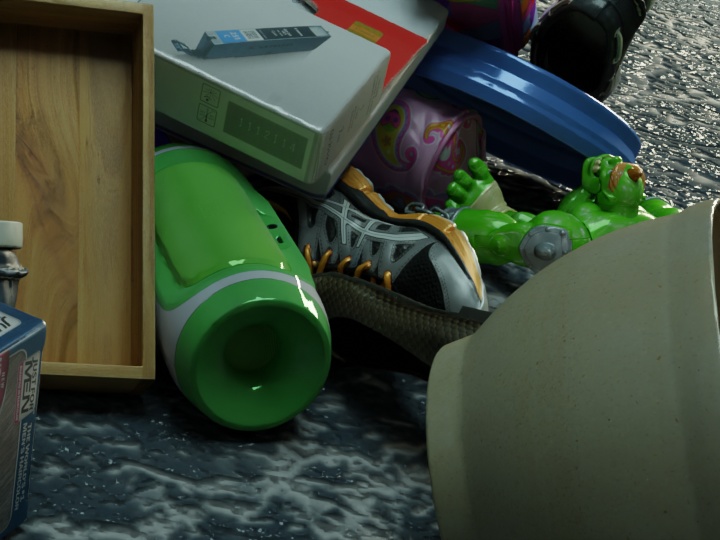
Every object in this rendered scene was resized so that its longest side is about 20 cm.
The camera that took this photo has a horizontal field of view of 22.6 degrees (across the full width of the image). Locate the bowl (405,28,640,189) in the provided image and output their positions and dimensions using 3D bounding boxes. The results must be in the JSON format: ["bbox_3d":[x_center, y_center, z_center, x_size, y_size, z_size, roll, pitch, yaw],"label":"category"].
[{"bbox_3d":[0.103,-0.111,1.241,0.199,0.040,0.201,26,-3,1],"label":"bowl"}]

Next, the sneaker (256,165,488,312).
[{"bbox_3d":[0.000,0.000,1.029,0.077,0.079,0.199,-21,34,-30],"label":"sneaker"}]

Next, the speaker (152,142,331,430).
[{"bbox_3d":[-0.078,0.003,0.956,0.087,0.089,0.200,3,25,-21],"label":"speaker"}]

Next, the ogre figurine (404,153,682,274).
[{"bbox_3d":[0.136,-0.022,1.114,0.199,0.099,0.119,20,-2,-34],"label":"ogre figurine"}]

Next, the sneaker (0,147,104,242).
[{"bbox_3d":[-0.219,-0.039,0.953,0.198,0.091,0.067,13,-9,-6],"label":"sneaker"}]

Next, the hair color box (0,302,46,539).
[{"bbox_3d":[-0.235,0.041,0.769,0.198,0.101,0.060,20,27,20],"label":"hair color box"}]

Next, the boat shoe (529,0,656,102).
[{"bbox_3d":[0.146,-0.150,1.240,0.075,0.200,0.061,34,67,10],"label":"boat shoe"}]

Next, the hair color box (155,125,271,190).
[{"bbox_3d":[-0.124,-0.120,1.127,0.109,0.065,0.201,-17,64,-44],"label":"hair color box"}]

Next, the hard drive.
[{"bbox_3d":[-0.040,-0.130,1.103,0.131,0.026,0.200,24,42,8],"label":"hard drive"}]

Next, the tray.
[{"bbox_3d":[-0.155,-0.041,0.911,0.098,0.202,0.037,4,-19,-18],"label":"tray"}]

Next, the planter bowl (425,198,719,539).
[{"bbox_3d":[0.106,0.080,0.770,0.133,0.202,0.200,-10,17,18],"label":"planter bowl"}]

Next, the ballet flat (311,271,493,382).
[{"bbox_3d":[0.023,0.041,0.922,0.067,0.047,0.199,37,-15,-35],"label":"ballet flat"}]

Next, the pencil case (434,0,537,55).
[{"bbox_3d":[0.080,-0.198,1.217,0.087,0.089,0.200,16,-7,9],"label":"pencil case"}]

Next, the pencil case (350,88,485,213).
[{"bbox_3d":[-0.010,-0.103,1.227,0.199,0.088,0.087,26,27,29],"label":"pencil case"}]

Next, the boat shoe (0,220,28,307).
[{"bbox_3d":[-0.224,0.016,0.838,0.198,0.063,0.075,-7,-6,38],"label":"boat shoe"}]

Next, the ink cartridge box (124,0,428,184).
[{"bbox_3d":[-0.074,-0.151,1.062,0.198,0.045,0.177,26,43,10],"label":"ink cartridge box"}]
